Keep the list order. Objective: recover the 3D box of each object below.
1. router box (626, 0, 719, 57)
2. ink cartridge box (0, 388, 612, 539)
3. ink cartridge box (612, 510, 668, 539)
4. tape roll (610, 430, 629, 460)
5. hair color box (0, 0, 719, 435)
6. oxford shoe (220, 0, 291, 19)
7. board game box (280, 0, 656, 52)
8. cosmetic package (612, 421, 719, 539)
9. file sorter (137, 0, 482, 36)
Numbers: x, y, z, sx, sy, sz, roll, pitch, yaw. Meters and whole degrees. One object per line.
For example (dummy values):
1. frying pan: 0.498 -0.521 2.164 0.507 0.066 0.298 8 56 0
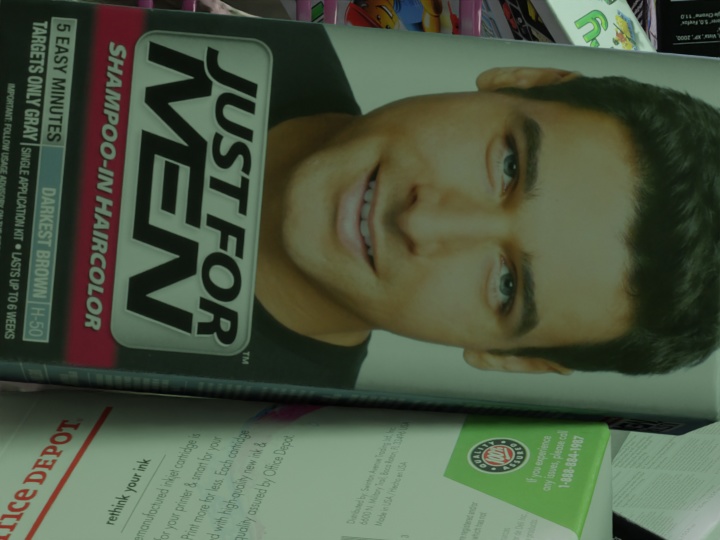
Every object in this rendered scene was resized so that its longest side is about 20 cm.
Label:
1. router box: 0.132 -0.045 1.119 0.200 0.051 0.149 -31 118 -87
2. ink cartridge box: -0.041 0.087 0.763 0.117 0.200 0.067 -63 153 -62
3. ink cartridge box: 0.059 0.117 0.819 0.200 0.094 0.044 27 -27 25
4. tape roll: 0.000 0.000 0.945 0.203 0.037 0.203 30 4 -3
5. hair color box: -0.002 -0.013 0.803 0.061 0.200 0.099 123 -29 -81
6. oxford shoe: -0.091 -0.136 1.063 0.200 0.075 0.058 36 64 -41
7. board game box: 0.043 -0.070 1.015 0.035 0.126 0.200 -32 92 -34
8. cosmetic package: 0.093 0.092 0.958 0.200 0.082 0.051 -38 121 -49
9. file sorter: -0.057 -0.123 0.889 0.139 0.200 0.126 -52 144 -85
